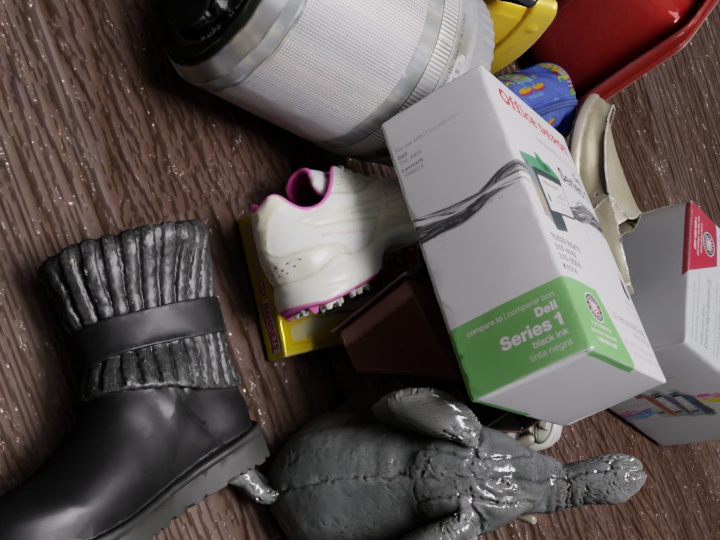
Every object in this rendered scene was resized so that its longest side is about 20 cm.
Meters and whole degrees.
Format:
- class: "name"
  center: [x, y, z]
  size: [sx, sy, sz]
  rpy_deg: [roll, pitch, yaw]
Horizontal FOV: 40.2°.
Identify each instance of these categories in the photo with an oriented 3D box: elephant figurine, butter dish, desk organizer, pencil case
- class: "elephant figurine"
  center: [0.047, 0.131, 0.626]
  size: [0.155, 0.199, 0.142]
  rpy_deg: [-42, 107, -43]
- class: "butter dish"
  center: [0.239, -0.264, 0.954]
  size: [0.148, 0.199, 0.200]
  rpy_deg: [50, 48, -7]
- class: "desk organizer"
  center: [0.078, 0.065, 0.705]
  size: [0.199, 0.072, 0.077]
  rpy_deg: [14, 45, -52]
- class: "pencil case"
  center: [0.118, -0.129, 0.857]
  size: [0.199, 0.086, 0.079]
  rpy_deg: [-26, 116, -47]

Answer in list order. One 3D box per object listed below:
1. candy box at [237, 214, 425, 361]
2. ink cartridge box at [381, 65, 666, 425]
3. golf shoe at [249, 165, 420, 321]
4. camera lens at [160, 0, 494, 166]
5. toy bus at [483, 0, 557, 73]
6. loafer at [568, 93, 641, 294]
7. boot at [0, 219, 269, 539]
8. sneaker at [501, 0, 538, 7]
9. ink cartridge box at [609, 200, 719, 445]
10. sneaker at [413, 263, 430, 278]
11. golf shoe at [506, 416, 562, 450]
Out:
- class: "candy box"
  center: [0.000, 0.000, 0.746]
  size: [0.199, 0.026, 0.103]
  rpy_deg: [-10, 88, -45]
- class: "ink cartridge box"
  center: [0.105, -0.012, 0.642]
  size: [0.146, 0.084, 0.202]
  rpy_deg: [22, 46, -54]
- class: "golf shoe"
  center: [0.002, -0.043, 0.694]
  size: [0.200, 0.075, 0.092]
  rpy_deg: [-35, 98, -45]
- class: "camera lens"
  center: [-0.025, -0.173, 0.680]
  size: [0.199, 0.159, 0.162]
  rpy_deg: [21, 63, -38]
- class: "toy bus"
  center: [0.057, -0.285, 0.835]
  size: [0.190, 0.136, 0.202]
  rpy_deg: [6, 70, -26]
- class: "loafer"
  center: [0.217, -0.059, 0.884]
  size: [0.076, 0.068, 0.202]
  rpy_deg: [43, 51, -74]
- class: "boot"
  center: [-0.147, 0.065, 0.542]
  size: [0.211, 0.079, 0.159]
  rpy_deg: [-25, 101, -54]
- class: "sneaker"
  center: [0.076, -0.262, 0.691]
  size: [0.199, 0.072, 0.083]
  rpy_deg: [29, 95, -40]
- class: "ink cartridge box"
  center: [0.300, 0.058, 0.937]
  size: [0.199, 0.144, 0.146]
  rpy_deg: [33, 56, -34]
- class: "sneaker"
  center: [0.086, -0.020, 0.771]
  size: [0.198, 0.070, 0.109]
  rpy_deg: [-15, 66, -26]
- class: "golf shoe"
  center: [0.144, 0.057, 0.852]
  size: [0.097, 0.078, 0.202]
  rpy_deg: [29, 61, -56]
